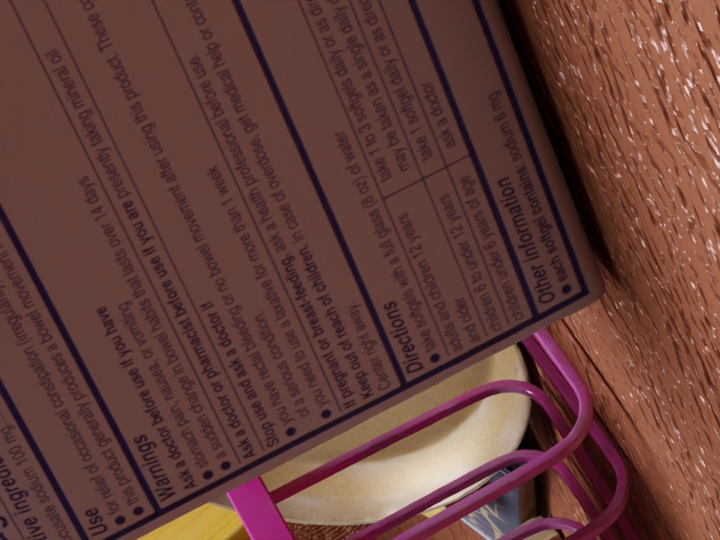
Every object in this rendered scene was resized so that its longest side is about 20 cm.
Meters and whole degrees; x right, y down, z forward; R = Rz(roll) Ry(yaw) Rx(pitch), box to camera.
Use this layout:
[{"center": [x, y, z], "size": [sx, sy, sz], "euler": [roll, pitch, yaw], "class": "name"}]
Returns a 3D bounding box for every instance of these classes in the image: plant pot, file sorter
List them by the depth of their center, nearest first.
[{"center": [0.032, 0.100, 0.814], "size": [0.139, 0.125, 0.200], "euler": [56, 173, 45], "class": "file sorter"}, {"center": [-0.030, 0.033, 0.894], "size": [0.200, 0.199, 0.028], "euler": [68, -156, -44], "class": "plant pot"}]

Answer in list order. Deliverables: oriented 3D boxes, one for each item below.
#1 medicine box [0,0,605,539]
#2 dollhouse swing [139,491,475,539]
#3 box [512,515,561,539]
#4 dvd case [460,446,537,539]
[{"center": [-0.062, -0.040, 0.614], "size": [0.183, 0.199, 0.103], "euler": [66, 174, -29], "class": "medicine box"}, {"center": [-0.082, 0.082, 1.019], "size": [0.176, 0.182, 0.200], "euler": [46, 174, 46], "class": "dollhouse swing"}, {"center": [0.028, 0.224, 1.069], "size": [0.021, 0.200, 0.164], "euler": [45, 164, 45], "class": "box"}, {"center": [0.022, 0.075, 1.070], "size": [0.149, 0.016, 0.200], "euler": [36, 168, 15], "class": "dvd case"}]
